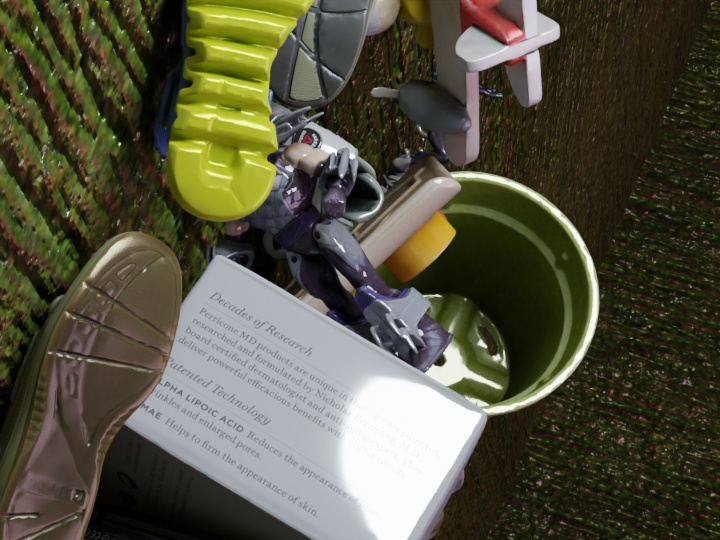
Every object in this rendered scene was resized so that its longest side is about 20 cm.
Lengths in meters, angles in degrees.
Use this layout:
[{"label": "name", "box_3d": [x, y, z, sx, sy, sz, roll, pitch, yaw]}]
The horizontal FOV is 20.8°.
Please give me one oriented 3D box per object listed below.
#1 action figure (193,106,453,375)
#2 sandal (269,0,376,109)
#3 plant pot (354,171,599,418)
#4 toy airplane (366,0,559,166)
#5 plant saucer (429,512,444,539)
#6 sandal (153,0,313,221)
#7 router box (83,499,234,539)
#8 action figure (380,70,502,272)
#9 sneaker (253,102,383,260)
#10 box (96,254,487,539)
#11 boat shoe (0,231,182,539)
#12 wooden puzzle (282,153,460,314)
[{"label": "action figure", "box_3d": [-0.028, -0.015, 1.214, 0.130, 0.200, 0.069, -37, -174, 43]}, {"label": "sandal", "box_3d": [-0.012, -0.200, 1.258, 0.202, 0.080, 0.057, -63, -176, -1]}, {"label": "plant pot", "box_3d": [0.077, 0.049, 1.596, 0.184, 0.200, 0.201, 107, 8, -67]}, {"label": "toy airplane", "box_3d": [0.055, -0.187, 1.377, 0.199, 0.140, 0.201, 108, -29, -79]}, {"label": "plant saucer", "box_3d": [-0.033, 0.208, 1.502, 0.200, 0.199, 0.030, -21, 105, -73]}, {"label": "sandal", "box_3d": [-0.076, -0.129, 1.106, 0.087, 0.079, 0.201, -169, -85, -71]}, {"label": "router box", "box_3d": [-0.121, 0.226, 1.134, 0.150, 0.199, 0.062, -61, 150, -31]}, {"label": "action figure", "box_3d": [0.057, -0.062, 1.665, 0.119, 0.102, 0.201, -11, 121, -59]}, {"label": "sneaker", "box_3d": [-0.027, -0.046, 1.379, 0.200, 0.088, 0.074, 72, 39, -72]}, {"label": "box", "box_3d": [-0.050, 0.130, 1.221, 0.131, 0.199, 0.199, -56, 172, -31]}, {"label": "boat shoe", "box_3d": [-0.161, 0.072, 1.076, 0.073, 0.063, 0.202, 24, 79, -32]}, {"label": "wooden puzzle", "box_3d": [0.000, 0.000, 1.381, 0.185, 0.046, 0.200, -43, -175, 4]}]
